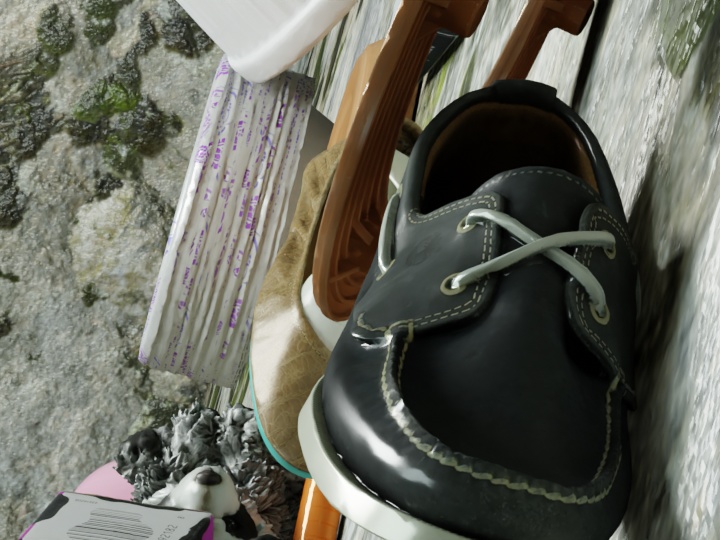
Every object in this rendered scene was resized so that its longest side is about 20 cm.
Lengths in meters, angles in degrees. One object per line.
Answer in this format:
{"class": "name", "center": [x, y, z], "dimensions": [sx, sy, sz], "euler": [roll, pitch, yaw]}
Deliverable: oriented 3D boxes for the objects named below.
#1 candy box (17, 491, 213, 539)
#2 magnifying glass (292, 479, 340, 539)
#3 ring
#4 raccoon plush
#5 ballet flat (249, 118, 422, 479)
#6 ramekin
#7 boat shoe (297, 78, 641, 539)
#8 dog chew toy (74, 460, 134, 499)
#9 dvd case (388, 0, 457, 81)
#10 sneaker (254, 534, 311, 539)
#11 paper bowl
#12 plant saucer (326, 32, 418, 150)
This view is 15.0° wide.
{"class": "candy box", "center": [-0.103, 0.171, 0.872], "dimensions": [0.200, 0.061, 0.137], "euler": [-52, -33, -69]}
{"class": "magnifying glass", "center": [-0.006, 0.056, 1.250], "dimensions": [0.080, 0.022, 0.201], "euler": [112, 174, -60]}
{"class": "ring", "center": [0.042, -0.074, 0.753], "dimensions": [0.201, 0.019, 0.201], "euler": [-59, -10, -17]}
{"class": "raccoon plush", "center": [-0.059, 0.159, 1.271], "dimensions": [0.134, 0.096, 0.201], "euler": [-83, -20, -52]}
{"class": "ballet flat", "center": [0.000, 0.000, 1.161], "dimensions": [0.072, 0.068, 0.201], "euler": [-48, 16, 35]}
{"class": "ramekin", "center": [-0.039, -0.217, 1.605], "dimensions": [0.202, 0.094, 0.203], "euler": [-47, 17, 19]}
{"class": "boat shoe", "center": [0.029, 0.010, 0.613], "dimensions": [0.200, 0.071, 0.068], "euler": [-79, 5, -70]}
{"class": "dog chew toy", "center": [-0.147, 0.230, 1.841], "dimensions": [0.125, 0.124, 0.201], "euler": [114, 162, -65]}
{"class": "dvd case", "center": [0.051, -0.197, 1.324], "dimensions": [0.150, 0.025, 0.202], "euler": [141, 143, -82]}
{"class": "sneaker", "center": [-0.033, 0.160, 0.856], "dimensions": [0.200, 0.076, 0.112], "euler": [-70, -12, -62]}
{"class": "paper bowl", "center": [-0.064, -0.026, 1.695], "dimensions": [0.201, 0.104, 0.202], "euler": [-165, 90, -86]}
{"class": "plant saucer", "center": [-0.007, -0.036, 1.477], "dimensions": [0.200, 0.032, 0.202], "euler": [-165, 90, -85]}
